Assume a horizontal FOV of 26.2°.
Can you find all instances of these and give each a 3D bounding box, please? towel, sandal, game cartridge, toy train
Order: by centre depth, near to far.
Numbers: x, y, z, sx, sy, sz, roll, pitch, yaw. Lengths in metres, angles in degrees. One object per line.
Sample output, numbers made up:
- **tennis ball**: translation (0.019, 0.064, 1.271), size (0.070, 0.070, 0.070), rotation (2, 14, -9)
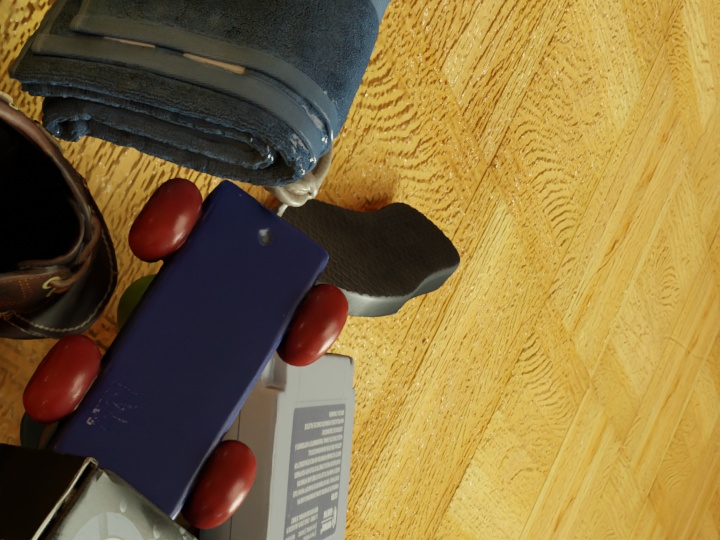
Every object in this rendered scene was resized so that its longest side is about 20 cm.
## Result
- **towel**: translation (-0.039, -0.118, 0.574), size (0.049, 0.111, 0.200), rotation (96, 11, -48)
- **toy train**: translation (-0.060, 0.006, 0.608), size (0.200, 0.085, 0.116), rotation (-60, -165, -23)
- **game cartridge**: translation (-0.037, 0.103, 0.727), size (0.200, 0.041, 0.134), rotation (26, 64, -80)
- **sandal**: translation (0.001, 0.000, 0.861), size (0.043, 0.076, 0.200), rotation (-47, 162, 19)

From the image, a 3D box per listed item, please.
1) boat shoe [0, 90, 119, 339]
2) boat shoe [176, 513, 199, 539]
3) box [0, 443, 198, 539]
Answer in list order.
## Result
- **boat shoe**: translation (-0.131, -0.018, 0.556), size (0.071, 0.070, 0.200), rotation (-67, 158, -13)
- **boat shoe**: translation (-0.103, 0.117, 0.736), size (0.200, 0.075, 0.074), rotation (-40, 139, -62)
- **box**: translation (-0.090, 0.152, 0.567), size (0.200, 0.164, 0.086), rotation (45, 64, -27)
